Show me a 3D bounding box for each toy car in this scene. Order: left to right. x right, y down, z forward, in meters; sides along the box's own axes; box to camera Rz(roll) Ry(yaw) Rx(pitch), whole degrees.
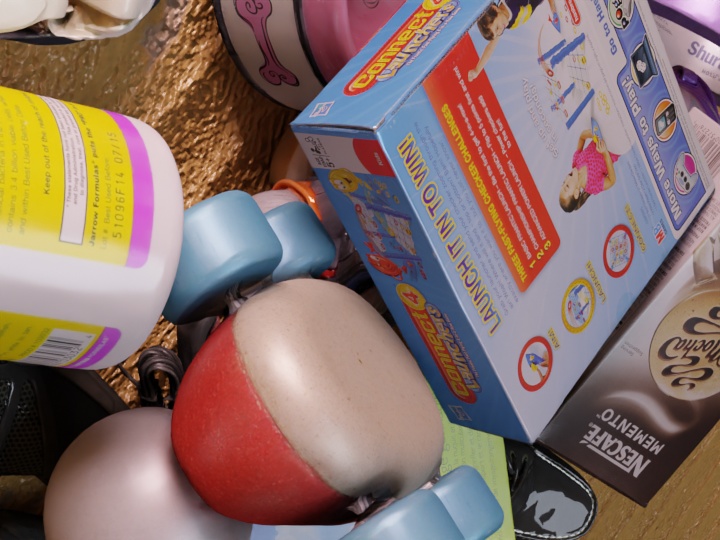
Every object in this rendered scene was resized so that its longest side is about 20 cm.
[{"bbox_3d":[-0.070,0.095,0.748,0.199,0.185,0.177,-34,172,12],"label":"toy car"}]

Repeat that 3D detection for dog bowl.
[{"bbox_3d":[0.020,-0.167,0.819,0.200,0.074,0.201,-27,129,-39],"label":"dog bowl"}]

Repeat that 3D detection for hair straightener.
[{"bbox_3d":[-0.097,0.080,0.902,0.077,0.041,0.201,-38,147,-30],"label":"hair straightener"}]

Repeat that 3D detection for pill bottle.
[{"bbox_3d":[-0.175,-0.025,0.614,0.199,0.104,0.105,11,108,-36],"label":"pill bottle"}]

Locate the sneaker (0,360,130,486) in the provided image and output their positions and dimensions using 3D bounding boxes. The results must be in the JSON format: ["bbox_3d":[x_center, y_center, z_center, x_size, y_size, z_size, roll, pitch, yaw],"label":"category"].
[{"bbox_3d":[-0.176,0.077,0.767,0.114,0.076,0.200,-51,144,-9],"label":"sneaker"}]

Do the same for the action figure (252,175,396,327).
[{"bbox_3d":[0.000,0.000,0.908,0.193,0.200,0.105,13,61,-35],"label":"action figure"}]

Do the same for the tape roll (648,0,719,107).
[{"bbox_3d":[0.222,-0.157,1.006,0.066,0.200,0.200,-60,148,0],"label":"tape roll"}]

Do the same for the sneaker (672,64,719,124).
[{"bbox_3d":[0.174,-0.104,1.024,0.088,0.200,0.080,-45,-171,-26],"label":"sneaker"}]

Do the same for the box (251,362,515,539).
[{"bbox_3d":[-0.013,0.124,0.870,0.199,0.048,0.123,-11,97,-28],"label":"box"}]

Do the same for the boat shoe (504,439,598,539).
[{"bbox_3d":[0.064,0.123,0.973,0.200,0.066,0.072,26,85,-22],"label":"boat shoe"}]

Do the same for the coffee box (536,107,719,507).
[{"bbox_3d":[0.179,0.024,0.946,0.113,0.080,0.200,31,102,-37],"label":"coffee box"}]

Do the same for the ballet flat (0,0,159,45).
[{"bbox_3d":[-0.132,-0.119,0.672,0.199,0.073,0.073,-11,125,-50],"label":"ballet flat"}]

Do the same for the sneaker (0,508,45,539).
[{"bbox_3d":[-0.107,0.131,0.883,0.199,0.075,0.116,26,87,-37],"label":"sneaker"}]

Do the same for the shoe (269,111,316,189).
[{"bbox_3d":[0.032,-0.088,0.935,0.199,0.053,0.070,-31,137,-34],"label":"shoe"}]

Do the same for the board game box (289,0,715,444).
[{"bbox_3d":[0.081,-0.055,0.803,0.196,0.056,0.201,-49,128,-29],"label":"board game box"}]
